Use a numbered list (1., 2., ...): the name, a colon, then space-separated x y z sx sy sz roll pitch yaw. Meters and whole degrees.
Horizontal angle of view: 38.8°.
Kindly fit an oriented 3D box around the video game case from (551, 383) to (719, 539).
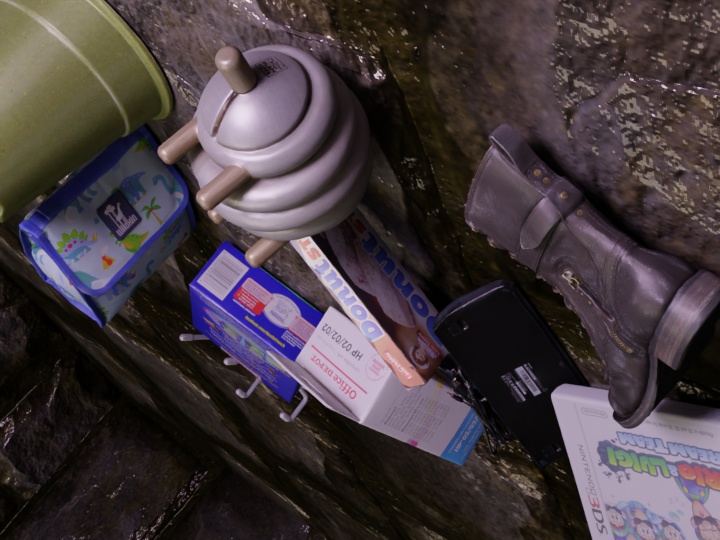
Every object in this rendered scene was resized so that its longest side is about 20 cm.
1. video game case: 0.245 0.181 0.778 0.200 0.024 0.182 3 116 54

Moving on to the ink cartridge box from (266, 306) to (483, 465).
1. ink cartridge box: 0.022 0.103 0.958 0.200 0.068 0.115 30 -176 -43

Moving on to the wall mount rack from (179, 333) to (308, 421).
1. wall mount rack: -0.165 0.141 1.508 0.200 0.075 0.174 19 152 45

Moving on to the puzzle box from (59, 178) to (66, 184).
1. puzzle box: -0.386 -0.133 1.381 0.200 0.025 0.133 41 161 -2

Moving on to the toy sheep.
1. toy sheep: -0.058 -0.085 0.702 0.138 0.138 0.200 32 169 21

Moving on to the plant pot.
1. plant pot: -0.311 -0.152 0.940 0.200 0.190 0.200 36 161 14

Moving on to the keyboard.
1. keyboard: 0.125 0.087 0.854 0.200 0.104 0.040 52 -161 -29

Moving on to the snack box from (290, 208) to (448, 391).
1. snack box: 0.000 0.000 0.832 0.024 0.072 0.200 -32 99 38

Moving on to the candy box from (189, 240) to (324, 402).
1. candy box: -0.125 0.068 1.265 0.169 0.077 0.200 37 160 4

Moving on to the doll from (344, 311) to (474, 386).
1. doll: 0.081 0.072 0.925 0.200 0.049 0.136 34 161 4

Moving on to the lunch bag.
1. lunch bag: -0.280 -0.056 1.130 0.127 0.170 0.200 34 159 16

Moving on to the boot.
1. boot: 0.140 0.004 0.657 0.174 0.069 0.200 39 158 21
